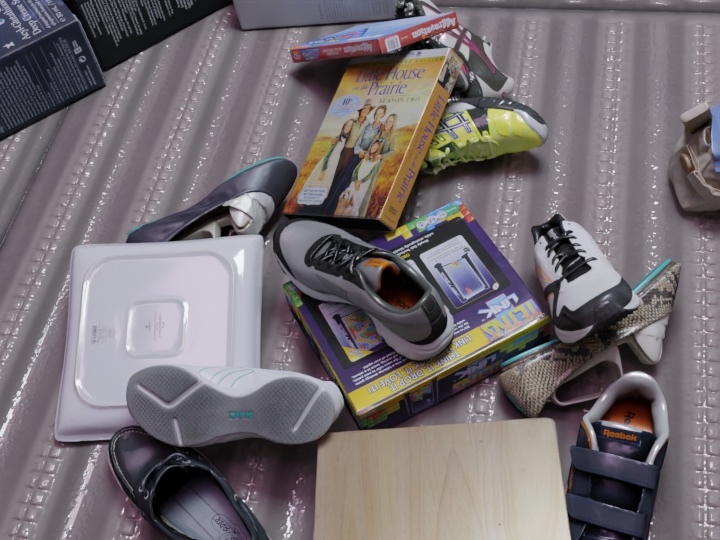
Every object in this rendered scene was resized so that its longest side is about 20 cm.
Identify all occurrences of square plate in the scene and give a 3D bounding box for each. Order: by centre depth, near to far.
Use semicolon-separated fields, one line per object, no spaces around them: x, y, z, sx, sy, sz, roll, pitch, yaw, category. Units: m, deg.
-0.193;0.059;0.968;0.197;0.028;0.201;-3;68;5;square plate

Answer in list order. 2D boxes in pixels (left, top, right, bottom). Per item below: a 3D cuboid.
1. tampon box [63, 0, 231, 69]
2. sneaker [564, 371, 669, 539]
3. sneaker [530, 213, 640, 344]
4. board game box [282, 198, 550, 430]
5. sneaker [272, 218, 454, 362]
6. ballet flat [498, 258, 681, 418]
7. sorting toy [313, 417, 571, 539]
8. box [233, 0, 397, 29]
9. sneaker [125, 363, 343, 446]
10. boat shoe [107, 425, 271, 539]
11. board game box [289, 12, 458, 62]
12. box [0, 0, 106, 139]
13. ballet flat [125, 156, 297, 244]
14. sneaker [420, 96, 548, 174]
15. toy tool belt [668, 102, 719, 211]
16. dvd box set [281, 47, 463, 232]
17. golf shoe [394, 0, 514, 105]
-0.287;-0.381;1.276;0.200;0.126;0.150;-32;56;-15;tampon box
0.203;0.173;0.823;0.078;0.080;0.201;10;58;15;sneaker
0.184;0.003;0.886;0.073;0.080;0.200;-28;11;5;sneaker
0.051;0.041;0.957;0.199;0.057;0.166;-26;56;-10;board game box
0.000;0.000;0.912;0.200;0.079;0.074;31;66;28;sneaker
0.221;0.070;0.912;0.199;0.068;0.075;-31;77;-7;ballet flat
0.065;0.225;0.801;0.198;0.070;0.201;-5;47;7;sorting toy
-0.056;-0.383;1.259;0.199;0.098;0.125;-3;54;8;box
-0.110;0.119;0.895;0.199;0.080;0.071;3;91;14;sneaker
-0.153;0.192;0.867;0.074;0.066;0.199;-39;61;-17;boat shoe
0.010;-0.258;1.129;0.103;0.020;0.200;-24;19;-26;board game box
-0.438;-0.256;1.221;0.200;0.107;0.149;-32;56;-13;box
-0.146;-0.045;1.045;0.199;0.073;0.073;-27;54;-3;ballet flat
0.100;-0.136;1.077;0.199;0.075;0.077;2;61;23;sneaker
0.403;-0.132;0.985;0.199;0.123;0.125;-11;53;0;toy tool belt
0.011;-0.136;1.046;0.146;0.029;0.201;7;68;44;dvd box set
0.099;-0.254;1.168;0.088;0.077;0.200;-9;53;-23;golf shoe
